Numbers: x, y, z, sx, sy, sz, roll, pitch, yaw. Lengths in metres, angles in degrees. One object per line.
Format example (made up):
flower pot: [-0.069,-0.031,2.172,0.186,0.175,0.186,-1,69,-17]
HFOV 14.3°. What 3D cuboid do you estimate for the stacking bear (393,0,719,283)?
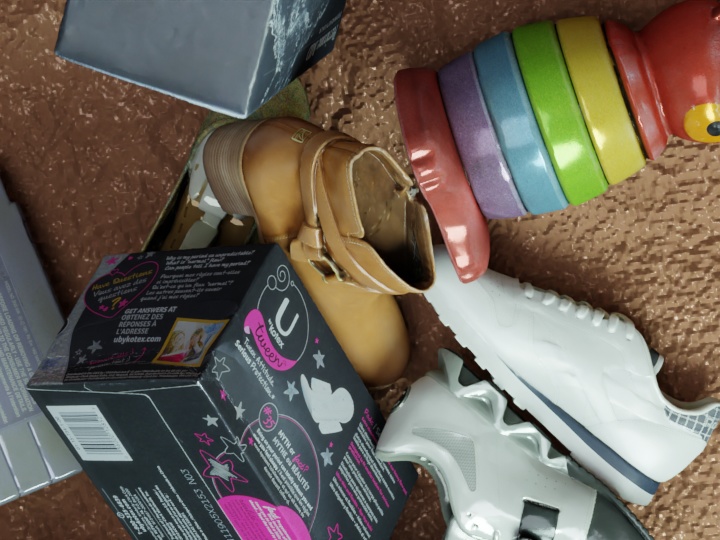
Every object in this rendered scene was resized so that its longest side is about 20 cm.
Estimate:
stacking bear: [0.129,-0.091,1.606,0.200,0.114,0.122,-18,136,7]

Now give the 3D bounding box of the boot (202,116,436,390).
boot: [0.000,0.000,1.623,0.155,0.074,0.200,10,142,55]

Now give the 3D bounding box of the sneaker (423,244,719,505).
sneaker: [0.118,0.045,1.669,0.200,0.076,0.081,41,101,-5]

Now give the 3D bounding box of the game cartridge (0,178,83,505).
game cartridge: [-0.241,0.044,1.736,0.129,0.038,0.200,-21,88,-17]

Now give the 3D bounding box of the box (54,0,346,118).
box: [-0.065,-0.210,1.577,0.117,0.197,0.200,19,109,8]

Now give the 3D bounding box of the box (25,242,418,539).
box: [-0.076,0.093,1.651,0.132,0.115,0.200,-3,132,34]

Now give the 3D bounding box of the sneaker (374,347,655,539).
sneaker: [0.094,0.142,1.654,0.200,0.074,0.089,40,79,8]

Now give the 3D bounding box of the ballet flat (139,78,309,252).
ballet flat: [-0.090,-0.028,1.701,0.071,0.071,0.200,31,110,5]
